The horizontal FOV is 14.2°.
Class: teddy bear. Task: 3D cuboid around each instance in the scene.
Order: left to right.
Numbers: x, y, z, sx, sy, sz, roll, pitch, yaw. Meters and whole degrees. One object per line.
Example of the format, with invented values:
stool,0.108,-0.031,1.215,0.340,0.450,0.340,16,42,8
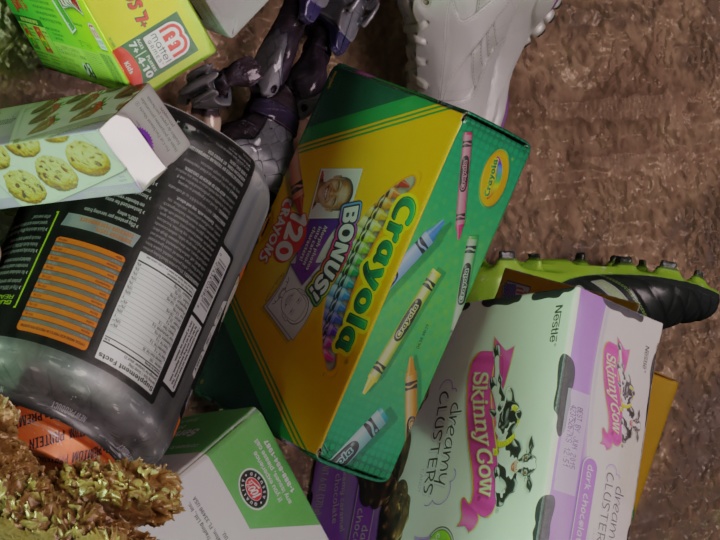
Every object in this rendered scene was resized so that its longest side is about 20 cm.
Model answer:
teddy bear,-0.140,0.148,1.386,0.199,0.067,0.146,19,89,5

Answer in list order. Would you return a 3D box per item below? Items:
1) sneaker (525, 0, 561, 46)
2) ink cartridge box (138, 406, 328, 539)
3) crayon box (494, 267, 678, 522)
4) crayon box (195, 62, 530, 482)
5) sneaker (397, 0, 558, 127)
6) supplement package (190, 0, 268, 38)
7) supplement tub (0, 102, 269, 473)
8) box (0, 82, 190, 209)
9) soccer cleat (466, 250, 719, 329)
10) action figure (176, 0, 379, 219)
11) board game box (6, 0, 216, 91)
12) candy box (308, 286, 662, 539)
sneaker,0.100,-0.232,1.764,0.089,0.078,0.201,41,60,-32
ink cartridge box,-0.108,0.187,1.520,0.200,0.084,0.147,-38,109,-37
crayon box,0.105,0.110,1.656,0.051,0.125,0.201,20,88,-36
crayon box,0.000,0.000,1.574,0.058,0.119,0.201,23,91,-41
sneaker,0.049,-0.133,1.687,0.099,0.075,0.201,19,101,-22
supplement package,-0.070,-0.255,1.545,0.200,0.111,0.156,-47,131,-18
supplement tub,-0.134,0.021,1.496,0.122,0.122,0.201,38,62,-30
box,-0.158,-0.058,1.434,0.039,0.199,0.042,-45,114,-29
soccer cleat,0.136,0.030,1.774,0.199,0.067,0.082,2,93,-35
action figure,-0.044,-0.100,1.628,0.130,0.069,0.201,39,64,-46
board game box,-0.142,-0.149,1.461,0.047,0.200,0.102,-32,107,-12
candy box,0.063,0.106,1.604,0.071,0.199,0.169,23,69,-36
